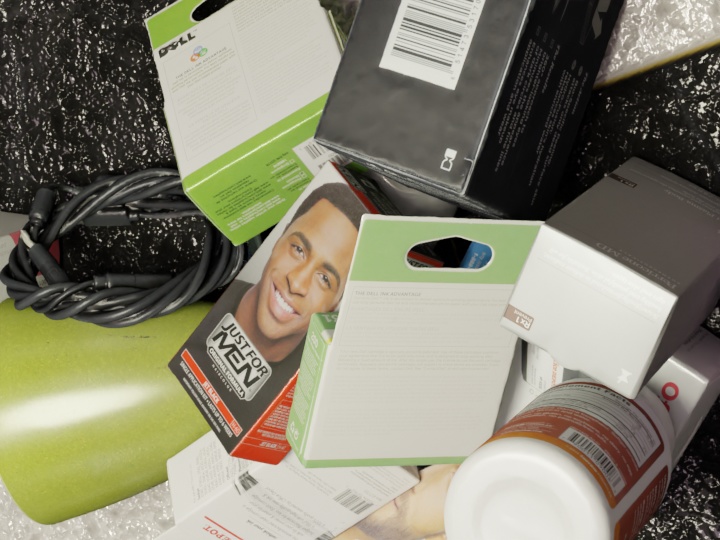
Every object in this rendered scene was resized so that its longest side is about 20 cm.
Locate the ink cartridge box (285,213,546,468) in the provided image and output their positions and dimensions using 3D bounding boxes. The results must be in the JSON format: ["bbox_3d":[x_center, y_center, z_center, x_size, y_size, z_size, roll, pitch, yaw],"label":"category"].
[{"bbox_3d":[0.038,0.043,1.292,0.048,0.144,0.202,-124,41,-55],"label":"ink cartridge box"}]

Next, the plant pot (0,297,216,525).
[{"bbox_3d":[-0.175,0.095,1.510,0.198,0.187,0.189,-11,97,15],"label":"plant pot"}]

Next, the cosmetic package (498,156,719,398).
[{"bbox_3d":[0.184,0.000,1.274,0.106,0.200,0.091,28,114,14],"label":"cosmetic package"}]

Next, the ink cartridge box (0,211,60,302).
[{"bbox_3d":[-0.321,0.063,1.584,0.084,0.145,0.202,8,106,26],"label":"ink cartridge box"}]

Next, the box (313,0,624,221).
[{"bbox_3d":[0.080,-0.145,1.267,0.117,0.200,0.199,20,90,22],"label":"box"}]

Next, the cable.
[{"bbox_3d":[-0.188,-0.019,1.494,0.198,0.164,0.051,7,132,19],"label":"cable"}]

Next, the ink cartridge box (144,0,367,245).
[{"bbox_3d":[-0.071,-0.142,1.417,0.147,0.076,0.201,-29,46,12],"label":"ink cartridge box"}]

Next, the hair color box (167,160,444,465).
[{"bbox_3d":[-0.042,0.032,1.355,0.200,0.061,0.102,-51,55,15],"label":"hair color box"}]

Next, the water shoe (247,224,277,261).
[{"bbox_3d":[-0.057,0.011,1.451,0.071,0.079,0.202,-12,88,-3],"label":"water shoe"}]

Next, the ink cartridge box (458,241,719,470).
[{"bbox_3d":[0.151,0.073,1.376,0.199,0.084,0.146,34,115,16],"label":"ink cartridge box"}]

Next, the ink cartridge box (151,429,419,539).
[{"bbox_3d":[-0.068,0.165,1.455,0.199,0.116,0.068,-35,42,20],"label":"ink cartridge box"}]

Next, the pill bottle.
[{"bbox_3d":[0.139,0.137,1.235,0.111,0.200,0.113,6,105,24],"label":"pill bottle"}]

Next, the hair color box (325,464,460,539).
[{"bbox_3d":[0.037,0.224,1.456,0.199,0.065,0.110,-26,52,28],"label":"hair color box"}]

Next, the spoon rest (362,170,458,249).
[{"bbox_3d":[0.029,-0.031,1.402,0.098,0.061,0.202,7,77,-4],"label":"spoon rest"}]
